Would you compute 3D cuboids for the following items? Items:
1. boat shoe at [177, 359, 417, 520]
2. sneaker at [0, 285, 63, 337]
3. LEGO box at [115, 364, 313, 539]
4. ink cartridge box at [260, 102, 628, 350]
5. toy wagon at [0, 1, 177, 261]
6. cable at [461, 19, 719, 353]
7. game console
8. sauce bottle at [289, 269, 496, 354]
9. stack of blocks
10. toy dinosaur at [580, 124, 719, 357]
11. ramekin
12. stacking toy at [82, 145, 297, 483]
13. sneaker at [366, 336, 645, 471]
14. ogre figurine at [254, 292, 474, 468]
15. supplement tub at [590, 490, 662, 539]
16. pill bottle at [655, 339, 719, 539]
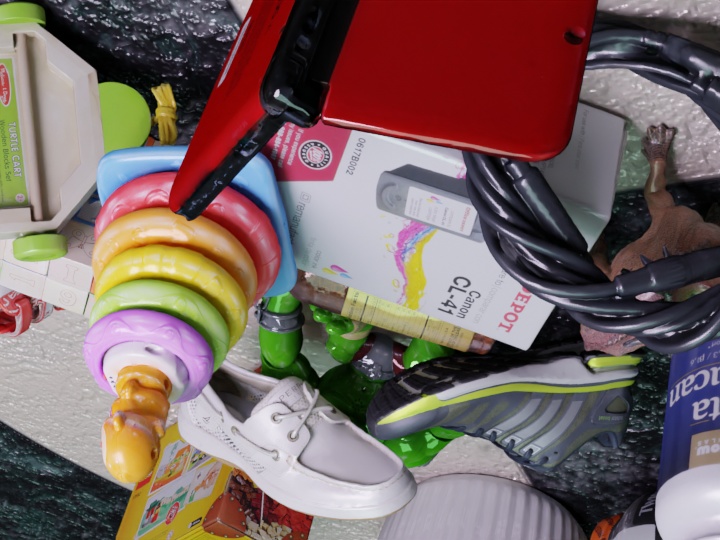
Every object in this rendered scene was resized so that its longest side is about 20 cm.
[{"bbox_3d":[-0.050,0.106,0.944,0.200,0.071,0.069,18,123,33],"label":"boat shoe"},{"bbox_3d":[-0.205,0.011,0.981,0.201,0.108,0.067,28,141,-15],"label":"sneaker"},{"bbox_3d":[-0.113,0.181,1.125,0.077,0.149,0.200,33,140,-21],"label":"LEGO box"},{"bbox_3d":[0.038,-0.051,0.834,0.200,0.086,0.148,20,142,-2],"label":"ink cartridge box"},{"bbox_3d":[-0.210,-0.081,0.836,0.200,0.155,0.040,-5,172,-12],"label":"toy wagon"},{"bbox_3d":[0.140,-0.050,0.739,0.200,0.163,0.051,22,179,9],"label":"cable"},{"bbox_3d":[0.016,-0.109,0.675,0.119,0.200,0.172,31,140,-16],"label":"game console"},{"bbox_3d":[0.000,0.000,0.931,0.200,0.066,0.066,18,142,1],"label":"sauce bottle"},{"bbox_3d":[-0.222,-0.054,0.901,0.200,0.115,0.059,22,142,-6],"label":"stack of blocks"},{"bbox_3d":[0.171,0.013,0.823,0.086,0.136,0.200,23,142,-9],"label":"toy dinosaur"},{"bbox_3d":[0.102,0.258,1.179,0.200,0.105,0.200,10,143,8],"label":"ramekin"},{"bbox_3d":[-0.107,0.033,0.754,0.110,0.200,0.116,-1,135,11],"label":"stacking toy"},{"bbox_3d":[0.101,0.097,0.928,0.200,0.081,0.074,-7,-172,-17],"label":"sneaker"},{"bbox_3d":[0.009,0.077,1.004,0.200,0.098,0.120,12,127,-19],"label":"ogre figurine"},{"bbox_3d":[0.280,0.216,1.047,0.200,0.123,0.123,-21,129,37],"label":"supplement tub"},{"bbox_3d":[0.246,0.125,0.883,0.111,0.200,0.111,10,142,8],"label":"pill bottle"}]
